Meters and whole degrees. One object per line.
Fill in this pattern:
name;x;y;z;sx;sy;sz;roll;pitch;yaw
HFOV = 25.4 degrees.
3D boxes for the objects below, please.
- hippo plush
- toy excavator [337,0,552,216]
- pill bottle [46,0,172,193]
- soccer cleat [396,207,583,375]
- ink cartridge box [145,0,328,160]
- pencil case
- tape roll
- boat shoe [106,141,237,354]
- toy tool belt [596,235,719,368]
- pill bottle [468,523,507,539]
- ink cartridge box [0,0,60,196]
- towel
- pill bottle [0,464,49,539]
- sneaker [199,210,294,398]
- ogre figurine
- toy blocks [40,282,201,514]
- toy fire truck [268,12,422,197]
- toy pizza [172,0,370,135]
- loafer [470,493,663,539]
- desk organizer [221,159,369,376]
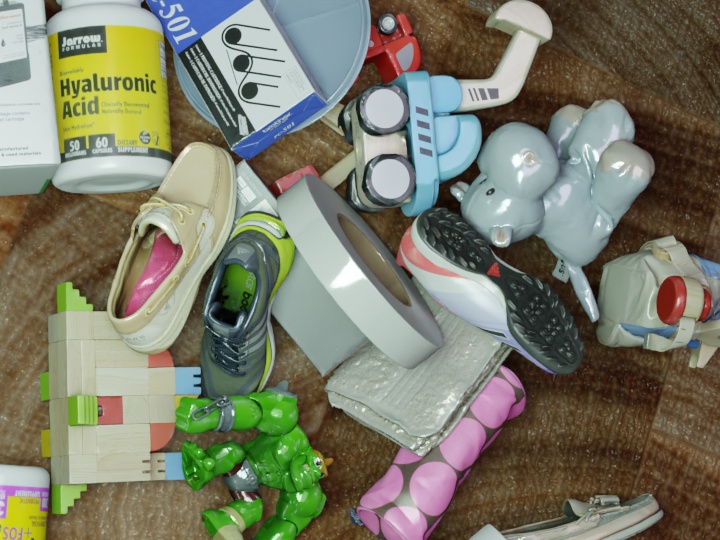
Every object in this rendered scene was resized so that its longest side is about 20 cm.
hippo plush;0.165;-0.080;1.543;0.160;0.159;0.200;5;121;-27
toy excavator;0.085;-0.150;1.496;0.199;0.100;0.195;-4;87;-13
pill bottle;-0.231;-0.176;1.453;0.111;0.111;0.201;-3;83;-18
soccer cleat;0.119;0.027;1.471;0.200;0.073;0.068;41;52;2
ink cartridge box;-0.120;-0.211;1.476;0.094;0.044;0.200;-34;71;8
pencil case;0.078;0.176;1.520;0.091;0.094;0.200;27;70;34
tape roll;0.000;0.000;1.445;0.037;0.203;0.203;-39;96;9
boat shoe;-0.165;-0.029;1.396;0.074;0.069;0.201;9;71;24
toy tool belt;0.319;0.031;1.558;0.122;0.200;0.125;8;89;-14
pill bottle;0.071;0.329;1.458;0.200;0.120;0.120;-40;96;-6
ink cartridge box;-0.320;-0.175;1.406;0.084;0.146;0.201;-5;83;-17
towel;0.067;0.073;1.517;0.132;0.035;0.200;26;68;33
pill bottle;-0.323;0.266;1.365;0.104;0.104;0.201;5;81;-17
sneaker;-0.115;0.048;1.428;0.074;0.081;0.201;17;118;14
ogre figurine;-0.095;0.183;1.452;0.120;0.098;0.200;-30;101;-29
toy blocks;-0.207;0.114;1.440;0.136;0.100;0.201;1;82;-30
toy fire truck;-0.017;-0.154;1.551;0.200;0.049;0.141;-24;90;-19
toy pizza;-0.082;-0.220;1.507;0.199;0.032;0.201;-4;79;18
loafer;0.201;0.252;1.559;0.199;0.072;0.063;-22;82;-17
desk organizer;-0.068;-0.007;1.489;0.072;0.077;0.200;-38;96;8
